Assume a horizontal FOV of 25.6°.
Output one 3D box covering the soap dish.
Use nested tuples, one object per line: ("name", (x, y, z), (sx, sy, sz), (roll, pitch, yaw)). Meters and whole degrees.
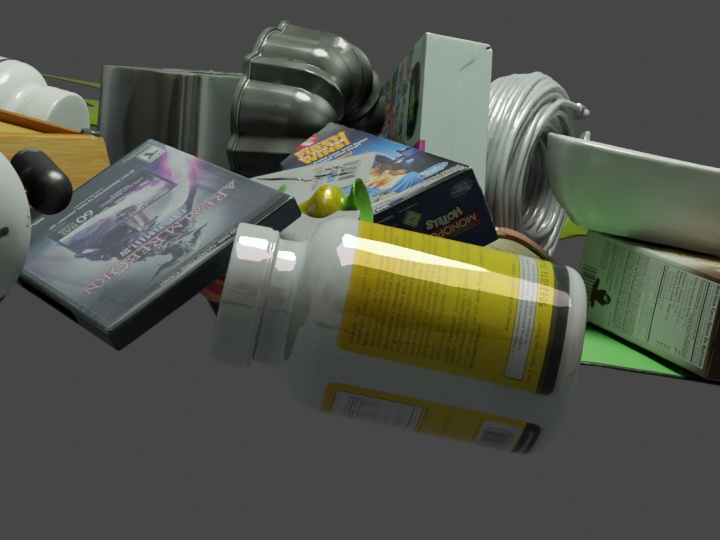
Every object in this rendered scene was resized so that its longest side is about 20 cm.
("soap dish", (-0.305, -0.086, 1.251), (0.157, 0.081, 0.200), (16, 9, 20))

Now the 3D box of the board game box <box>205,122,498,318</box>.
("board game box", (-0.030, -0.036, 1.147), (0.200, 0.062, 0.200), (-26, 25, -6))

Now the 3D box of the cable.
("cable", (0.144, -0.087, 1.479), (0.069, 0.200, 0.200), (11, -11, 25))

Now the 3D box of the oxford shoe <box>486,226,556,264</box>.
("oxford shoe", (0.087, 0.005, 1.309), (0.200, 0.071, 0.074), (13, 49, -34))

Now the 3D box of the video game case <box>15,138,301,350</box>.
("video game case", (-0.144, -0.023, 1.019), (0.143, 0.019, 0.200), (-38, 31, -20))

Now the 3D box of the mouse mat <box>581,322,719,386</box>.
("mouse mat", (0.193, 0.060, 1.277), (0.200, 0.008, 0.161), (9, 10, -17))

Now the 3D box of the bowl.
("bowl", (0.253, -0.064, 1.365), (0.199, 0.075, 0.200), (11, 5, 3))

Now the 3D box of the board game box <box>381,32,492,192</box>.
("board game box", (0.050, -0.100, 1.388), (0.064, 0.148, 0.200), (9, -16, -13))

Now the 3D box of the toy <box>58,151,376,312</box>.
("toy", (-0.084, -0.013, 1.023), (0.200, 0.047, 0.115), (-15, 29, 19))

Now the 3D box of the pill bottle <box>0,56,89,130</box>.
("pill bottle", (-0.349, -0.142, 1.423), (0.200, 0.111, 0.111), (16, 10, 19))

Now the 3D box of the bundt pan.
("bundt pan", (-0.034, -0.104, 1.313), (0.076, 0.202, 0.202), (5, 7, 20))

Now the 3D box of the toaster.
("toaster", (-0.142, -0.123, 1.457), (0.200, 0.119, 0.181), (-2, 9, -36))

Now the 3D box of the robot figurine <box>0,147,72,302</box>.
("robot figurine", (-0.259, -0.033, 0.902), (0.125, 0.150, 0.200), (40, -5, -29))

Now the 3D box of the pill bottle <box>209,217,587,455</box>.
("pill bottle", (0.020, 0.033, 0.902), (0.200, 0.112, 0.112), (13, 10, -3))

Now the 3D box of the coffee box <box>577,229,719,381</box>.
("coffee box", (0.275, 0.030, 1.294), (0.114, 0.080, 0.200), (7, 10, -27))
